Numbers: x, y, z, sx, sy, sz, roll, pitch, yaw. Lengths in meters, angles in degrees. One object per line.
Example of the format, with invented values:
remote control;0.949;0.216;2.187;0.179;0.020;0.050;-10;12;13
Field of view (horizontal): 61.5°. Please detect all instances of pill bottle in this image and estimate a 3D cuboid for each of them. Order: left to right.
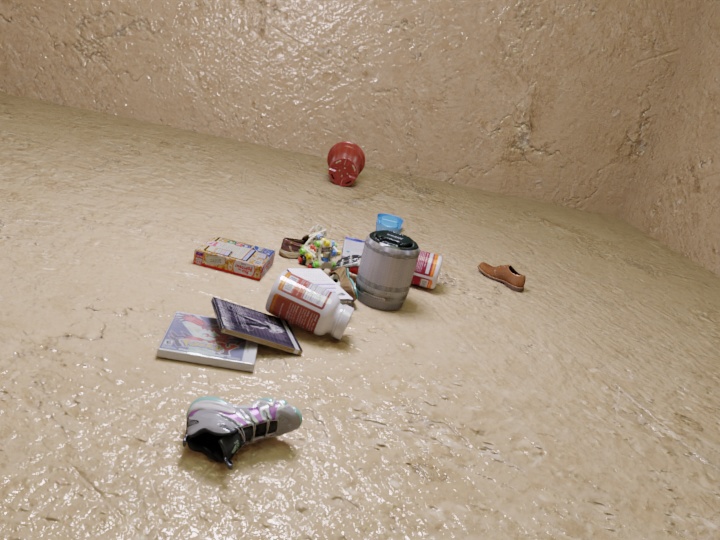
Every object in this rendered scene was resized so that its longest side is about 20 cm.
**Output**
pill bottle;-0.122;0.090;1.483;0.199;0.112;0.112;25;21;2
pill bottle;0.157;-0.018;1.957;0.199;0.113;0.113;16;20;5

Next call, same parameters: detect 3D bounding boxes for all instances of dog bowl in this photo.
dog bowl;0.114;-0.179;2.448;0.111;0.050;0.200;13;21;0

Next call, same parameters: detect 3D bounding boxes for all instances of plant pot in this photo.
plant pot;-0.080;-0.528;3.064;0.200;0.201;0.195;12;29;-3

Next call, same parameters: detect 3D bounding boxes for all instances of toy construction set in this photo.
toy construction set;-0.132;-0.066;1.874;0.092;0.132;0.200;6;22;-22

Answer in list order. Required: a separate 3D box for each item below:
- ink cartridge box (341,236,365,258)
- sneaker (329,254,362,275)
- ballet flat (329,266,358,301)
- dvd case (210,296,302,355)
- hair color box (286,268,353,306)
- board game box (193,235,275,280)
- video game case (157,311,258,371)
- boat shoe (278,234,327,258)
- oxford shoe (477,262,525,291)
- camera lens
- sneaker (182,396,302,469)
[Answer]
ink cartridge box;-0.004;-0.058;2.068;0.119;0.042;0.200;12;23;-4
sneaker;0.000;0.000;1.870;0.199;0.085;0.077;-5;22;15
ballet flat;-0.057;0.042;1.750;0.072;0.068;0.200;-10;24;-6
dvd case;-0.239;0.127;1.390;0.200;0.016;0.149;21;15;-30
hair color box;-0.117;0.061;1.648;0.109;0.065;0.200;1;22;-32
board game box;-0.367;-0.040;1.778;0.199;0.046;0.152;15;21;3
video game case;-0.325;0.152;1.332;0.199;0.023;0.182;10;20;-8
boat shoe;-0.169;-0.083;1.978;0.199;0.072;0.072;0;24;-32
oxford shoe;0.514;0.005;2.192;0.200;0.072;0.071;28;26;38
camera lens;0.075;-0.005;1.747;0.159;0.201;0.160;12;20;-4
sneaker;-0.198;0.280;1.017;0.199;0.078;0.140;1;23;-6
